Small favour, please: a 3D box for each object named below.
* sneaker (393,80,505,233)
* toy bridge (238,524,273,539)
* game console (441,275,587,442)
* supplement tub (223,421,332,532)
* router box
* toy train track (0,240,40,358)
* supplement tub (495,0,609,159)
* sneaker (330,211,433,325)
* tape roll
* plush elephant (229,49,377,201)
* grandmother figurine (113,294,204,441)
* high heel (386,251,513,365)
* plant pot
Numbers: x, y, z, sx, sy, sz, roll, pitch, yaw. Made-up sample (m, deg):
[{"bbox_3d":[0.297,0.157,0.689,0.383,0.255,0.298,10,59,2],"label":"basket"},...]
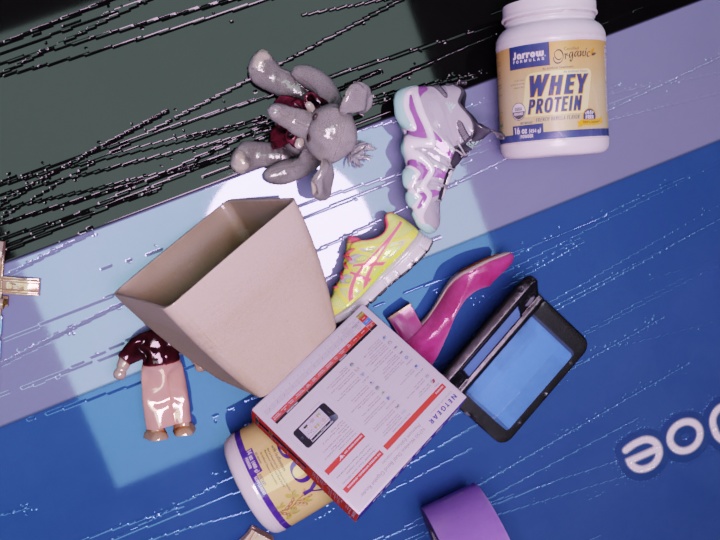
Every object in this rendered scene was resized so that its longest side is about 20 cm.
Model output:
[{"bbox_3d":[0.125,-0.154,1.097,0.139,0.078,0.201,-7,98,15],"label":"sneaker"},{"bbox_3d":[-0.200,0.446,1.153,0.067,0.027,0.200,31,90,-8],"label":"toy bridge"},{"bbox_3d":[0.216,0.129,1.145,0.116,0.176,0.200,40,88,18],"label":"game console"},{"bbox_3d":[-0.064,0.238,1.094,0.200,0.145,0.146,-30,99,-4],"label":"supplement tub"},{"bbox_3d":[-0.002,0.171,1.014,0.179,0.049,0.200,42,67,15],"label":"router box"},{"bbox_3d":[-0.482,0.062,1.069,0.114,0.033,0.201,4,96,-9],"label":"toy train track"},{"bbox_3d":[0.254,-0.253,1.094,0.144,0.144,0.201,-5,96,-8],"label":"supplement tub"},{"bbox_3d":[0.000,0.000,1.123,0.200,0.078,0.090,-42,89,-7],"label":"sneaker"},{"bbox_3d":[0.160,0.399,1.117,0.085,0.200,0.201,-22,99,-6],"label":"tape roll"},{"bbox_3d":[-0.065,-0.180,1.046,0.199,0.155,0.165,18,93,-9],"label":"plush elephant"},{"bbox_3d":[-0.269,0.122,1.099,0.121,0.060,0.201,-6,94,-36],"label":"grandmother figurine"},{"bbox_3d":[0.141,0.056,1.142,0.200,0.067,0.096,-32,90,1],"label":"high heel"},{"bbox_3d":[-0.149,0.040,1.025,0.200,0.200,0.177,-43,114,-23],"label":"plant pot"}]
